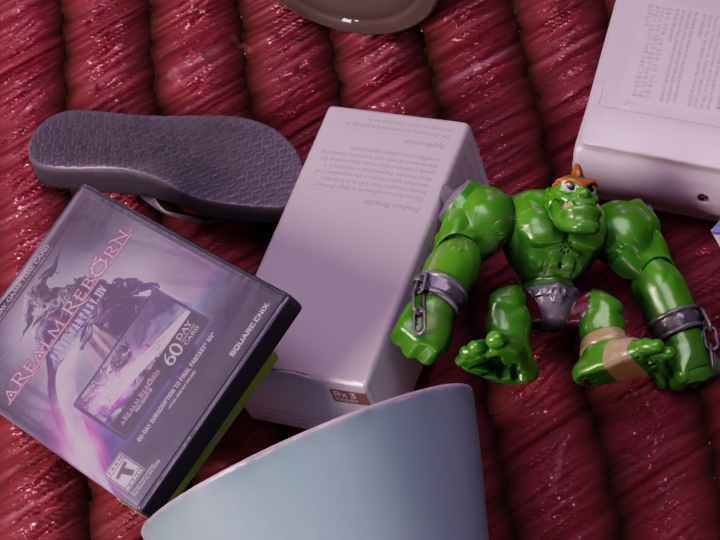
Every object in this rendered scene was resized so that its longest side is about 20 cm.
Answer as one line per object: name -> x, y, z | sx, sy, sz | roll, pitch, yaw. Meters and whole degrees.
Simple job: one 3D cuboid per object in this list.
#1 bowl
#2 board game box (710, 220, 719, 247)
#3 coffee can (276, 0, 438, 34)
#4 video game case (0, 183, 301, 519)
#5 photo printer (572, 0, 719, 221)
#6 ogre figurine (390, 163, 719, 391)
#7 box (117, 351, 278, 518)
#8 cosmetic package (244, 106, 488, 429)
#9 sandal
bowl -> -0.009, 0.151, 1.179 | 0.200, 0.201, 0.106 | -23, 78, -9
board game box -> 0.310, -0.036, 1.285 | 0.200, 0.135, 0.045 | -44, 29, -22
coffee can -> 0.013, -0.284, 1.469 | 0.145, 0.147, 0.201 | 13, 59, 14
video game case -> -0.139, 0.041, 1.236 | 0.199, 0.019, 0.143 | 27, 78, 42
photo printer -> 0.248, -0.107, 1.376 | 0.198, 0.070, 0.167 | 11, 59, 12
ogre figurine -> 0.114, 0.007, 1.288 | 0.198, 0.098, 0.121 | -3, 64, 0
box -> -0.139, 0.060, 1.268 | 0.199, 0.048, 0.122 | 29, 80, 42
cosmetic package -> 0.000, 0.000, 1.323 | 0.101, 0.074, 0.201 | 9, 59, 24
sandal -> -0.121, -0.066, 1.410 | 0.199, 0.043, 0.076 | 12, 51, 25
